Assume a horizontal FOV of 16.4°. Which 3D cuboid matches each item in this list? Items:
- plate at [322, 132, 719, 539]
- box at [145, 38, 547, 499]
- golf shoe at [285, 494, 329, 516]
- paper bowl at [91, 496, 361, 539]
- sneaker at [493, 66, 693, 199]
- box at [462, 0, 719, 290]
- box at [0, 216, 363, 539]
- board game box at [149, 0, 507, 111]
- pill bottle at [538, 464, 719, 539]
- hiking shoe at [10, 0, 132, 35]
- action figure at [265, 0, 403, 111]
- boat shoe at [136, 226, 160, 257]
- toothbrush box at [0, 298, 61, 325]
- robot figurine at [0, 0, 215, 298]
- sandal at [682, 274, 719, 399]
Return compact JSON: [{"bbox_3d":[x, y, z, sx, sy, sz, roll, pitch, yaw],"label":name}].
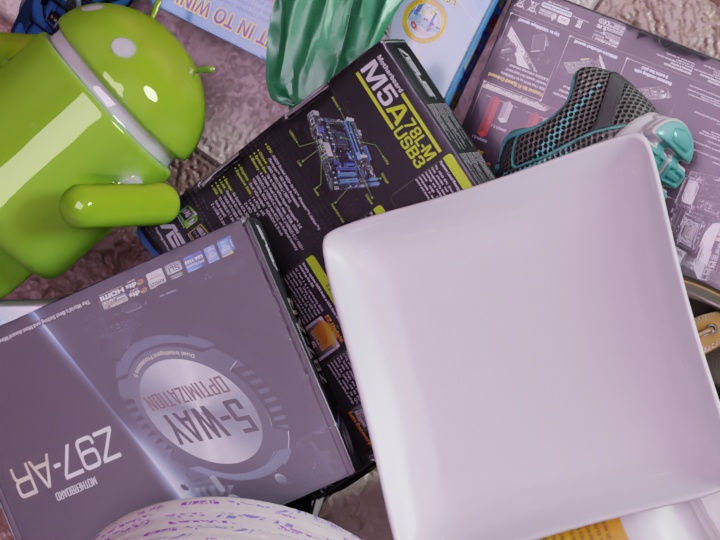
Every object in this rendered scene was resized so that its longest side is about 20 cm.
[{"bbox_3d":[0.093,0.047,1.379,0.199,0.032,0.201,-18,80,19],"label":"plate"},{"bbox_3d":[0.000,0.000,1.462,0.193,0.047,0.200,-36,81,18],"label":"box"},{"bbox_3d":[-0.073,0.168,1.552,0.078,0.094,0.201,27,96,8],"label":"golf shoe"},{"bbox_3d":[-0.071,0.225,1.380,0.200,0.201,0.105,2,46,10],"label":"paper bowl"},{"bbox_3d":[0.106,-0.040,1.493,0.200,0.078,0.091,-44,57,17],"label":"sneaker"},{"bbox_3d":[0.161,-0.067,1.536,0.199,0.050,0.158,22,94,10],"label":"box"},{"bbox_3d":[-0.120,0.081,1.441,0.199,0.044,0.161,-23,87,7],"label":"box"},{"bbox_3d":[0.001,-0.210,1.562,0.199,0.056,0.196,27,94,9],"label":"board game box"},{"bbox_3d":[0.138,0.165,1.416,0.200,0.113,0.113,-30,85,18],"label":"pill bottle"},{"bbox_3d":[-0.177,-0.179,1.576,0.074,0.087,0.200,32,95,9],"label":"hiking shoe"},{"bbox_3d":[-0.013,-0.167,1.508,0.118,0.055,0.201,10,87,8],"label":"action figure"},{"bbox_3d":[-0.040,-0.001,1.560,0.199,0.084,0.069,27,114,-4],"label":"boat shoe"},{"bbox_3d":[-0.225,0.060,1.553,0.199,0.146,0.086,-3,90,9],"label":"toothbrush box"},{"bbox_3d":[-0.177,-0.076,1.496,0.200,0.116,0.176,-41,53,3],"label":"robot figurine"},{"bbox_3d":[0.203,0.056,1.482,0.199,0.055,0.082,20,130,0],"label":"sandal"}]
